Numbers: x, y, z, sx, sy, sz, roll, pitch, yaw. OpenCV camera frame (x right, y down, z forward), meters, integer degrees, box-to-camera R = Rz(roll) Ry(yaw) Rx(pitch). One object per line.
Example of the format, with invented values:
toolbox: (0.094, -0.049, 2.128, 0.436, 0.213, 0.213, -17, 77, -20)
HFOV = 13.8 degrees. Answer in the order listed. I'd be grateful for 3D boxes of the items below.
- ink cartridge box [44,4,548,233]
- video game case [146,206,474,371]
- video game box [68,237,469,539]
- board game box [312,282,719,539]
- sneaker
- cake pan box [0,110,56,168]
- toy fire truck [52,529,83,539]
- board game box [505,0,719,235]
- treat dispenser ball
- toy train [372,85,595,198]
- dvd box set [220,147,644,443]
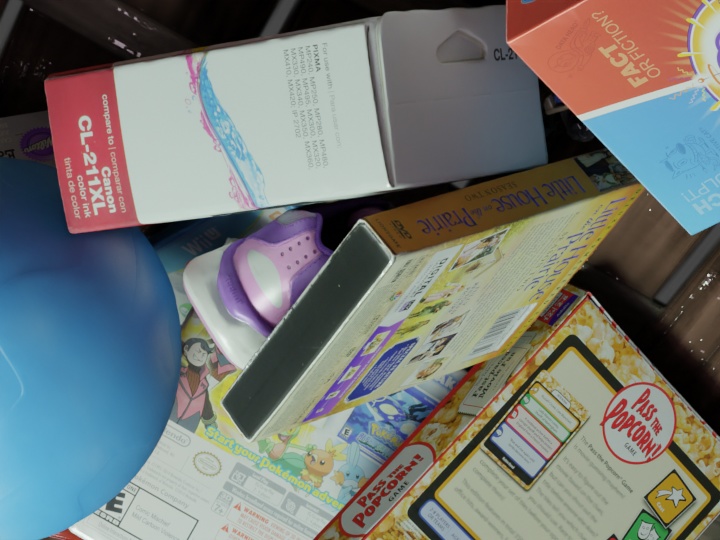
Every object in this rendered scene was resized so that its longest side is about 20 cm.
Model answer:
ink cartridge box: (-0.030, -0.074, 1.462, 0.200, 0.146, 0.083, -6, 92, 36)
video game case: (-0.024, 0.034, 1.690, 0.200, 0.018, 0.143, 43, 139, -18)
video game box: (-0.030, 0.109, 1.627, 0.200, 0.182, 0.047, 30, 177, -3)
board game box: (0.093, 0.129, 1.594, 0.152, 0.200, 0.046, 47, 172, -22)
sneaker: (0.000, 0.000, 1.528, 0.088, 0.200, 0.081, -40, 73, 27)
cake pan box: (-0.248, -0.002, 1.666, 0.200, 0.052, 0.184, -11, 146, -13)
toy fire truck: (-0.114, 0.115, 1.740, 0.200, 0.112, 0.168, 11, 172, 15)
board game box: (0.189, -0.112, 1.343, 0.200, 0.040, 0.153, -28, 127, 29)
treat dispenser ball: (-0.192, 0.041, 1.535, 0.200, 0.201, 0.201, 15, 139, 14)
toy train: (0.072, -0.079, 1.504, 0.200, 0.034, 0.046, -14, 105, 39)
dvd box set: (0.038, 0.009, 1.463, 0.029, 0.200, 0.146, 53, 131, 18)
